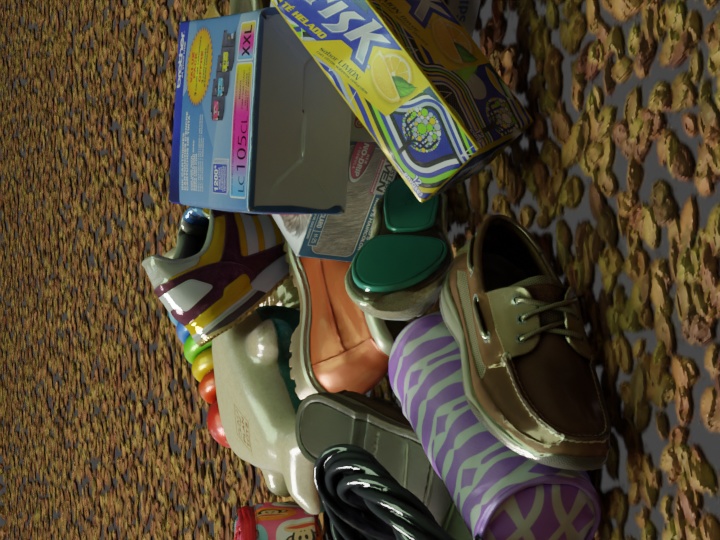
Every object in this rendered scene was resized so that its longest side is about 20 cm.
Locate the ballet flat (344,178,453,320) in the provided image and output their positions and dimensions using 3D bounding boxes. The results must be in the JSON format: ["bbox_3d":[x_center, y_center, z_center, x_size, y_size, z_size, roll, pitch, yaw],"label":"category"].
[{"bbox_3d":[0.032,-0.001,1.244,0.200,0.067,0.063,-67,-23,-64],"label":"ballet flat"}]

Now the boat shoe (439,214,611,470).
[{"bbox_3d":[0.097,0.038,1.101,0.200,0.075,0.072,-118,35,-50],"label":"boat shoe"}]

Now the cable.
[{"bbox_3d":[0.041,0.188,1.142,0.200,0.051,0.163,49,170,2],"label":"cable"}]

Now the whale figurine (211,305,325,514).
[{"bbox_3d":[-0.048,0.106,1.466,0.200,0.103,0.160,-132,33,-58],"label":"whale figurine"}]

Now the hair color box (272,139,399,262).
[{"bbox_3d":[-0.039,-0.101,1.393,0.200,0.060,0.100,56,133,51],"label":"hair color box"}]

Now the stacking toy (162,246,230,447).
[{"bbox_3d":[-0.131,0.073,1.760,0.085,0.085,0.201,119,139,-54],"label":"stacking toy"}]

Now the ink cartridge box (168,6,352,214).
[{"bbox_3d":[-0.077,-0.109,1.314,0.200,0.076,0.137,-171,85,-67],"label":"ink cartridge box"}]

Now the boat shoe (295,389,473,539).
[{"bbox_3d":[0.042,0.130,1.267,0.200,0.068,0.072,34,116,43],"label":"boat shoe"}]

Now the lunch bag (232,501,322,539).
[{"bbox_3d":[-0.058,0.288,1.482,0.176,0.082,0.201,171,95,-84],"label":"lunch bag"}]

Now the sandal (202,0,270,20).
[{"bbox_3d":[-0.111,-0.182,1.580,0.080,0.054,0.201,-163,75,-69],"label":"sandal"}]

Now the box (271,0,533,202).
[{"bbox_3d":[0.016,-0.147,1.180,0.200,0.070,0.064,53,131,7],"label":"box"}]

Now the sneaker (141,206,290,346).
[{"bbox_3d":[-0.088,-0.030,1.467,0.075,0.200,0.090,-30,103,44],"label":"sneaker"}]

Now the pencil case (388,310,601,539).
[{"bbox_3d":[0.079,0.105,1.143,0.200,0.084,0.086,-115,14,-54],"label":"pencil case"}]

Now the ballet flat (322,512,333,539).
[{"bbox_3d":[-0.007,0.230,1.433,0.067,0.046,0.201,125,141,-57],"label":"ballet flat"}]

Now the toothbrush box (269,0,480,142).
[{"bbox_3d":[0.008,-0.200,1.331,0.200,0.086,0.146,-120,36,-51],"label":"toothbrush box"}]

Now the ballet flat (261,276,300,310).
[{"bbox_3d":[-0.065,0.071,1.595,0.072,0.068,0.200,52,138,31],"label":"ballet flat"}]

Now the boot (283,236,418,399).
[{"bbox_3d":[0.000,0.000,1.403,0.107,0.075,0.201,-39,45,41],"label":"boot"}]
